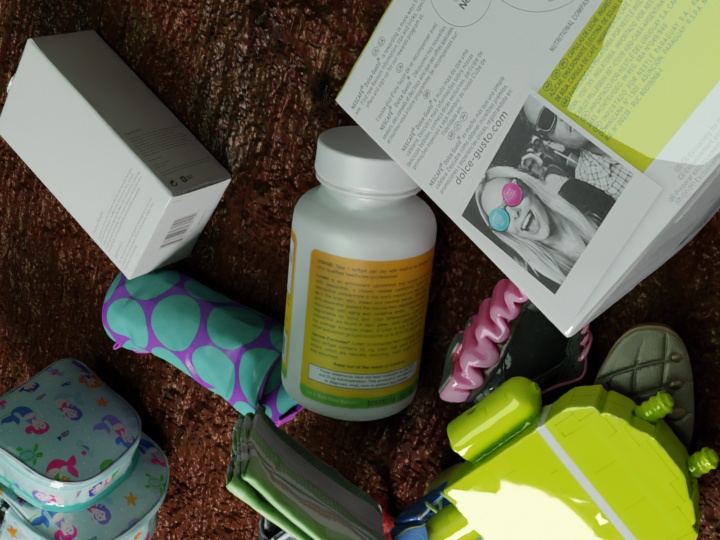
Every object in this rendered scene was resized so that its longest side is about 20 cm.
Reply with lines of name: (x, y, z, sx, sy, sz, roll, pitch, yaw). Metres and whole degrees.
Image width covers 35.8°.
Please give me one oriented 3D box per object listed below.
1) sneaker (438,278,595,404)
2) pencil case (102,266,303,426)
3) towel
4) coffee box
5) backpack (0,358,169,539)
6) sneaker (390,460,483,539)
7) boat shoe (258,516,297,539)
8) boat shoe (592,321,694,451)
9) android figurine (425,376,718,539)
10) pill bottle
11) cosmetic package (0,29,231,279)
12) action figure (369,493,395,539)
sneaker: (0.138, 0.036, 0.795, 0.094, 0.079, 0.201, 31, 126, -3)
pencil case: (-0.134, 0.065, 0.985, 0.198, 0.085, 0.094, 26, 114, 27)
towel: (-0.031, 0.167, 0.816, 0.148, 0.200, 0.031, 37, 89, -6)
coffee box: (0.145, -0.127, 0.638, 0.198, 0.199, 0.201, 45, 127, 15)
backpack: (-0.286, 0.200, 1.089, 0.199, 0.177, 0.152, 41, 130, 13)
sneaker: (0.086, 0.179, 0.823, 0.076, 0.105, 0.200, 49, 145, 9)
boat shoe: (-0.058, 0.232, 0.961, 0.069, 0.071, 0.200, 61, 162, 3)
boat shoe: (0.191, 0.126, 0.774, 0.071, 0.068, 0.204, 6, 111, 16)
android figurine: (0.140, 0.154, 0.741, 0.183, 0.041, 0.200, 48, 118, -1)
pill bottle: (0.000, 0.000, 0.846, 0.110, 0.111, 0.204, 20, 117, 29)
cosmetic package: (-0.222, -0.106, 0.990, 0.200, 0.084, 0.108, 48, 127, 14)
action figure: (0.025, 0.294, 0.943, 0.065, 0.098, 0.204, -11, 97, 40)
